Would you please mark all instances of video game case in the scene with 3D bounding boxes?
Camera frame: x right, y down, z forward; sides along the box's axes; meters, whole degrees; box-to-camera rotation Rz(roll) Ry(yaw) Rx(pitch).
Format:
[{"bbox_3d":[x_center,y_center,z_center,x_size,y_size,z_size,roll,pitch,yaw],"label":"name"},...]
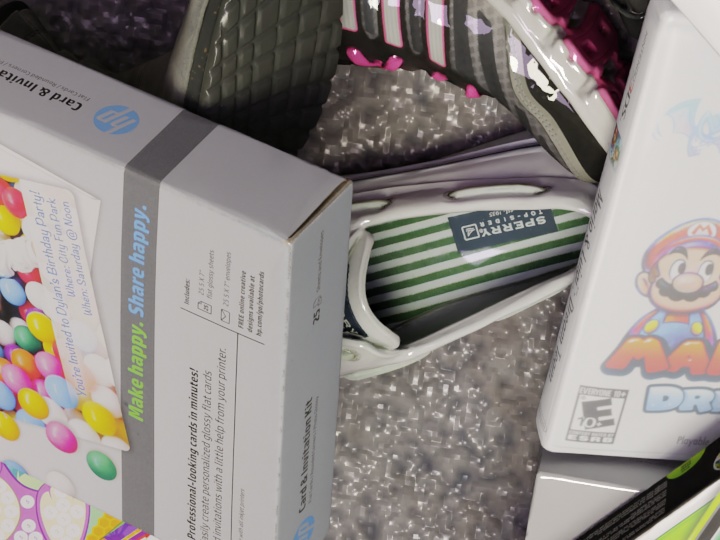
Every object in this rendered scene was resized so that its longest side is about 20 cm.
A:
[{"bbox_3d":[0.174,-0.006,0.986,0.199,0.024,0.183,5,126,-11],"label":"video game case"}]

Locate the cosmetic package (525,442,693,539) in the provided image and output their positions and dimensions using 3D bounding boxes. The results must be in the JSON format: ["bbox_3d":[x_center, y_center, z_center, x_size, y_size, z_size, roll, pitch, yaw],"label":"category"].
[{"bbox_3d":[0.160,0.094,1.047,0.199,0.083,0.051,10,113,4],"label":"cosmetic package"}]

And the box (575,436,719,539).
[{"bbox_3d":[0.144,0.110,0.992,0.200,0.035,0.110,-38,103,19],"label":"box"}]

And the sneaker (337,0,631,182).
[{"bbox_3d":[0.012,-0.092,1.004,0.200,0.074,0.087,42,109,-3],"label":"sneaker"}]

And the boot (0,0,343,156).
[{"bbox_3d":[-0.083,-0.057,0.992,0.130,0.068,0.201,34,131,26],"label":"boot"}]

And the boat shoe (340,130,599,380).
[{"bbox_3d":[0.000,0.000,1.040,0.199,0.067,0.074,-24,105,15],"label":"boat shoe"}]

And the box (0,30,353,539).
[{"bbox_3d":[-0.100,0.003,0.962,0.199,0.041,0.157,25,135,21],"label":"box"}]

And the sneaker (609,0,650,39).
[{"bbox_3d":[0.102,-0.129,0.979,0.200,0.076,0.091,41,113,-7],"label":"sneaker"}]

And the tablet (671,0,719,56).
[{"bbox_3d":[0.136,-0.134,0.892,0.130,0.014,0.200,-44,107,-2],"label":"tablet"}]

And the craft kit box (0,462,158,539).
[{"bbox_3d":[-0.172,0.089,1.108,0.197,0.049,0.200,40,110,-5],"label":"craft kit box"}]
